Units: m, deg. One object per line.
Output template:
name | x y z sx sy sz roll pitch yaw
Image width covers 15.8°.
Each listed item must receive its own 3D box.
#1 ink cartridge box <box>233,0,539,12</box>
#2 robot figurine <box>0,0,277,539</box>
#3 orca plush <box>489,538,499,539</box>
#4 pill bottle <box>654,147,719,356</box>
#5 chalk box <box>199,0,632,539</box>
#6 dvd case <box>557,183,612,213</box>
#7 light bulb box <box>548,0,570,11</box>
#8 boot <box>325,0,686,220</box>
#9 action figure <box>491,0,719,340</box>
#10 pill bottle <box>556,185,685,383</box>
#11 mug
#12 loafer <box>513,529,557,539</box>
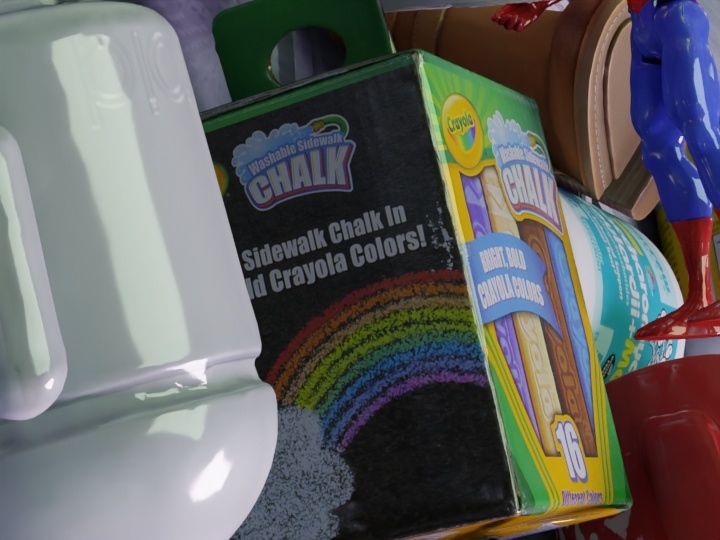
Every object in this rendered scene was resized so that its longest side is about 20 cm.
ink cartridge box | -0.010 -0.167 0.907 0.050 0.200 0.161 -41 114 -29
robot figurine | -0.088 0.005 0.683 0.170 0.113 0.200 35 39 -87
orca plush | 0.015 0.185 0.864 0.105 0.071 0.200 -173 -82 -80
pill bottle | 0.237 0.005 1.521 0.113 0.113 0.200 36 42 -59
chalk box | 0.000 0.000 0.899 0.124 0.125 0.201 14 63 -66
dvd case | 0.136 0.065 1.341 0.200 0.025 0.150 -86 152 -42
light bulb box | 0.072 -0.204 1.131 0.198 0.200 0.125 37 41 -59
boot | 0.052 -0.089 1.057 0.074 0.155 0.200 -57 165 -11
action figure | 0.086 -0.078 0.909 0.099 0.065 0.201 0 81 -23
pill bottle | 0.070 0.020 1.082 0.200 0.111 0.111 18 58 -66
mug | 0.149 0.130 0.972 0.178 0.133 0.200 112 -28 -50
loafer | 0.090 0.148 1.106 0.200 0.070 0.070 31 51 -51
